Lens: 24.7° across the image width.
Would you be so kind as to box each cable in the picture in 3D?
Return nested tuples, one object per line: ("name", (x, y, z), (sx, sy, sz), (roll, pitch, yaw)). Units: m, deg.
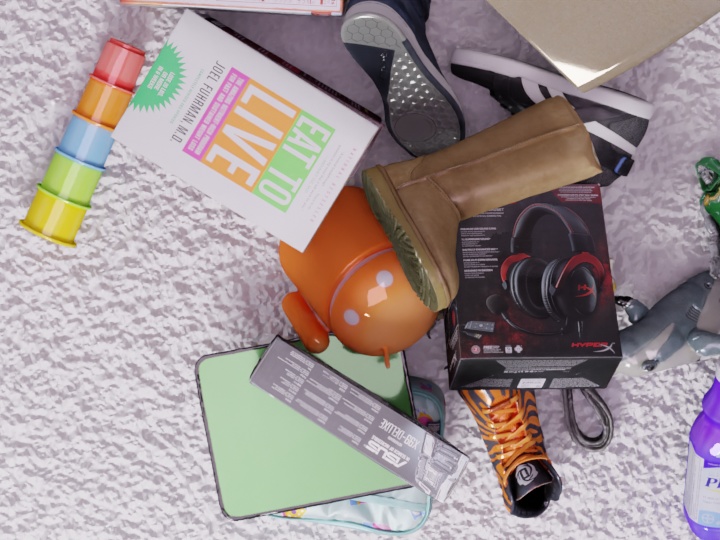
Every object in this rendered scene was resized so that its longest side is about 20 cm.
("cable", (0.202, 0.083, 1.604), (0.097, 0.050, 0.200), (-3, 97, 2))

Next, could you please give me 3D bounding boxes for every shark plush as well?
("shark plush", (0.264, 0.060, 1.584), (0.200, 0.091, 0.083), (-14, 84, -6))

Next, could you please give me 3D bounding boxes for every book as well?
("book", (-0.102, -0.124, 1.466), (0.200, 0.048, 0.134), (31, 94, -1))

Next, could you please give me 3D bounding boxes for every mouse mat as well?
("mouse mat", (-0.047, 0.142, 1.553), (0.200, 0.008, 0.161), (-10, 90, -1))

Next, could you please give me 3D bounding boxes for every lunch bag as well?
("lunch bag", (-0.013, 0.175, 1.604), (0.200, 0.077, 0.161), (9, 98, 0))

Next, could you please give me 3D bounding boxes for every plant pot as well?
("plant pot", (0.215, -0.278, 1.485), (0.200, 0.200, 0.177), (44, 106, -7))

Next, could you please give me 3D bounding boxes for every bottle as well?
("bottle", (0.358, 0.169, 1.577), (0.083, 0.065, 0.200), (-3, 123, -2))

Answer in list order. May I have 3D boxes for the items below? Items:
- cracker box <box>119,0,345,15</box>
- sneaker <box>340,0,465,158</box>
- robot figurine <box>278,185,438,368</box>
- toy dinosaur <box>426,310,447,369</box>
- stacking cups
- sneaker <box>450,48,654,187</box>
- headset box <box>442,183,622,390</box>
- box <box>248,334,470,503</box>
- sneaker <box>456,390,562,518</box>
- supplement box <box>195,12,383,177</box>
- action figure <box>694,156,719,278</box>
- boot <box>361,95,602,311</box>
("cracker box", (-0.113, -0.265, 1.506), (0.200, 0.134, 0.058), (3, 98, -1))
("sneaker", (0.048, -0.212, 1.540), (0.077, 0.146, 0.202), (-13, 135, 19))
("robot figurine", (0.001, -0.001, 1.524), (0.144, 0.200, 0.117), (-20, 137, -23))
("toy dinosaur", (0.113, 0.045, 1.578), (0.200, 0.047, 0.088), (-12, 88, 13))
("stacking cups", (-0.260, -0.124, 1.573), (0.060, 0.061, 0.200), (24, 93, -4))
("sneaker", (0.169, -0.135, 1.559), (0.200, 0.073, 0.112), (17, 99, -3))
("headset box", (0.150, 0.005, 1.504), (0.149, 0.075, 0.200), (1, 63, -6))
("box", (-0.004, 0.129, 1.473), (0.200, 0.158, 0.050), (32, 87, -2))
("sneaker", (0.148, 0.152, 1.548), (0.078, 0.112, 0.200), (-24, 126, 3))
("supplement box", (-0.078, -0.165, 1.535), (0.200, 0.109, 0.061), (30, 97, -4))
("action figure", (0.369, -0.020, 1.561), (0.118, 0.055, 0.200), (-41, 65, 43))
("boot", (0.120, -0.066, 1.446), (0.200, 0.175, 0.066), (-19, 143, -9))
